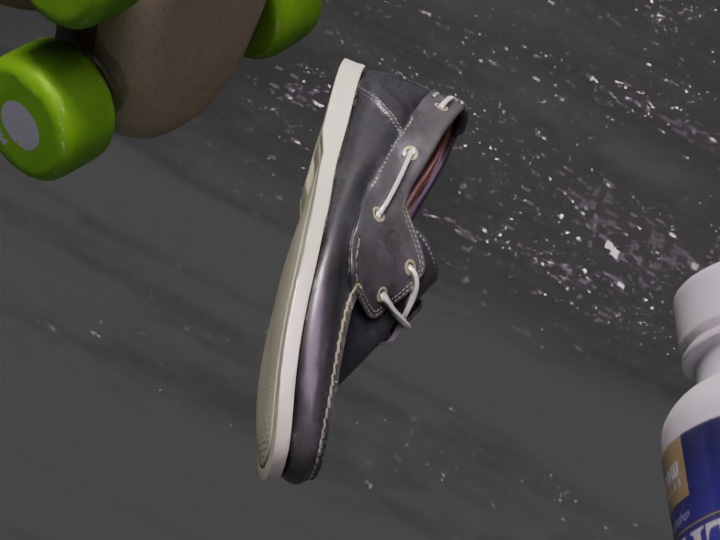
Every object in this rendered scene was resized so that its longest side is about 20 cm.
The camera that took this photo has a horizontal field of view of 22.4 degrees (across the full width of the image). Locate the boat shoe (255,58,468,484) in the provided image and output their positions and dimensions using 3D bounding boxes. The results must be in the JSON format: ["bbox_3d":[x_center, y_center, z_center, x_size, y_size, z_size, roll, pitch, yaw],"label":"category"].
[{"bbox_3d":[0.000,0.000,0.767,0.067,0.072,0.201,18,59,-5],"label":"boat shoe"}]

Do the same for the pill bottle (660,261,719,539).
[{"bbox_3d":[0.188,0.098,0.754,0.119,0.120,0.201,3,63,-17],"label":"pill bottle"}]

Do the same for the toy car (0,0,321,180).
[{"bbox_3d":[-0.129,-0.165,0.771,0.200,0.158,0.164,39,47,17],"label":"toy car"}]
